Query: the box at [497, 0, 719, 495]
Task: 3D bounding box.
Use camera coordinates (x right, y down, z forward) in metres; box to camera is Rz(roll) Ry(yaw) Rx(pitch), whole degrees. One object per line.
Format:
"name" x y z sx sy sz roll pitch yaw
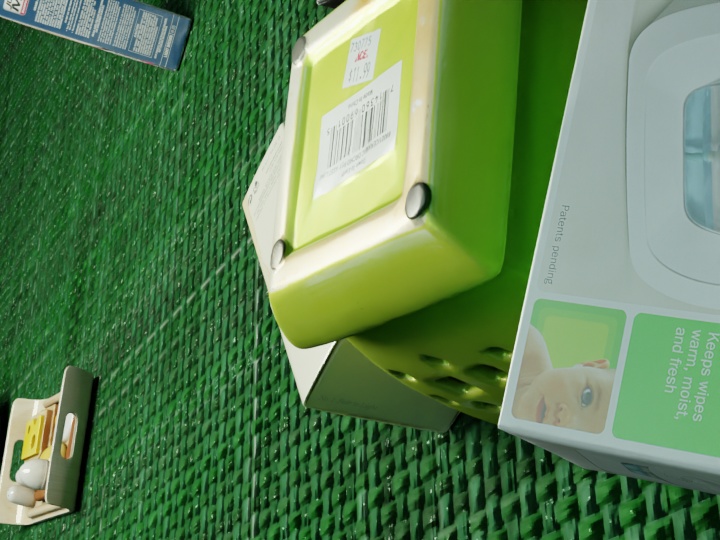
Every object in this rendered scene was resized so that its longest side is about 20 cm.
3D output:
"box" 0.163 -0.019 0.459 0.175 0.097 0.202 8 79 33

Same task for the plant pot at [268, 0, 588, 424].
"plant pot" 0.069 -0.044 0.636 0.200 0.180 0.201 -23 57 56

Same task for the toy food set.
"toy food set" -0.350 0.192 1.435 0.200 0.060 0.145 -25 55 55

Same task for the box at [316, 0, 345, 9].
"box" 0.067 -0.247 0.745 0.124 0.148 0.202 -11 76 57

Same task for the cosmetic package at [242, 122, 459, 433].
"cosmetic package" 0.000 0.000 0.828 0.073 0.103 0.201 -60 30 29

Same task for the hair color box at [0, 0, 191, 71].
"hair color box" -0.289 -0.269 1.395 0.100 0.199 0.061 28 102 62
